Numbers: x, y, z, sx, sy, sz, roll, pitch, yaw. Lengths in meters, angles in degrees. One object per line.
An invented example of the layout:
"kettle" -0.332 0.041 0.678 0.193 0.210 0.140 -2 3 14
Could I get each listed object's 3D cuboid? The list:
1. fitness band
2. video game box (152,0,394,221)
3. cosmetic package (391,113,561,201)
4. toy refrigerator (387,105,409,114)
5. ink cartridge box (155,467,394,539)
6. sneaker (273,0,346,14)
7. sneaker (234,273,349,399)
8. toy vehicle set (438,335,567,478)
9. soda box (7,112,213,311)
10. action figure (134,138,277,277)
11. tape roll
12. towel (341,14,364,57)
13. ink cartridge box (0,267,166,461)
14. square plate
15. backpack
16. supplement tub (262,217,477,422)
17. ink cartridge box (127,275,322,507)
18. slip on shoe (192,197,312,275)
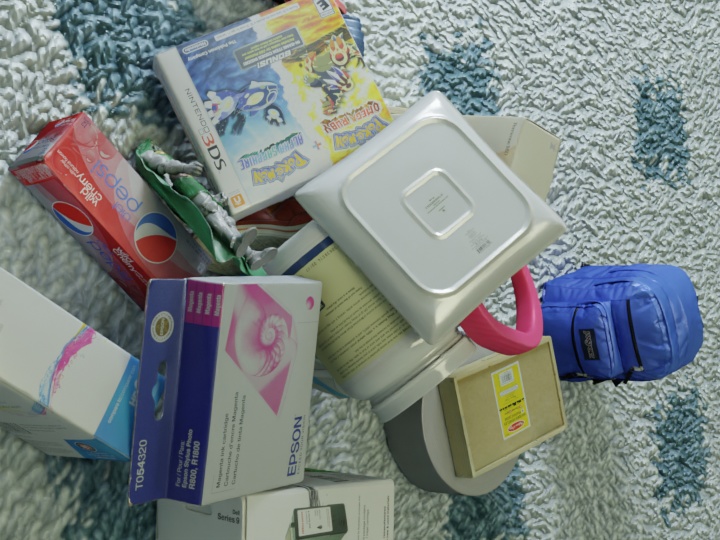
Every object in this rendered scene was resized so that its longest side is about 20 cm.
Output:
"fitness band" 0.136 0.015 1.211 0.200 0.037 0.144 20 51 -57
"video game box" -0.084 -0.170 1.188 0.200 0.047 0.182 -26 89 -15
"cosmetic package" 0.110 -0.112 1.270 0.071 0.200 0.105 22 80 -43
"toy refrigerator" 0.025 -0.152 1.370 0.200 0.070 0.076 0 87 -44
"ink cartridge box" -0.086 0.250 1.170 0.200 0.146 0.084 5 85 -44
"sneaker" -0.093 -0.343 1.284 0.200 0.074 0.087 30 52 -43
"sneaker" -0.070 0.077 1.251 0.200 0.081 0.077 34 50 -15
"toy vehicle set" 0.178 0.164 1.431 0.200 0.026 0.124 -16 98 -44
"soda box" -0.234 -0.052 1.108 0.200 0.063 0.070 52 54 -29
"action figure" -0.159 -0.069 1.110 0.055 0.200 0.118 -46 147 -5
"tape roll" 0.120 0.175 1.437 0.200 0.066 0.201 6 82 -44
"towel" -0.053 -0.177 1.264 0.049 0.112 0.200 33 61 -62
"ink cartridge box" -0.288 0.079 0.983 0.200 0.144 0.085 40 60 -36
"square plate" 0.073 -0.061 1.127 0.200 0.028 0.198 -39 80 -23
"backpack" 0.352 0.082 1.582 0.168 0.200 0.163 -27 106 -43
"supplement tub" 0.009 0.038 1.177 0.200 0.145 0.145 52 49 3
"ink cartridge box" -0.114 0.104 1.035 0.200 0.043 0.197 -2 99 -56
"slip on shoe" -0.100 -0.042 1.248 0.200 0.074 0.061 -13 59 -37
